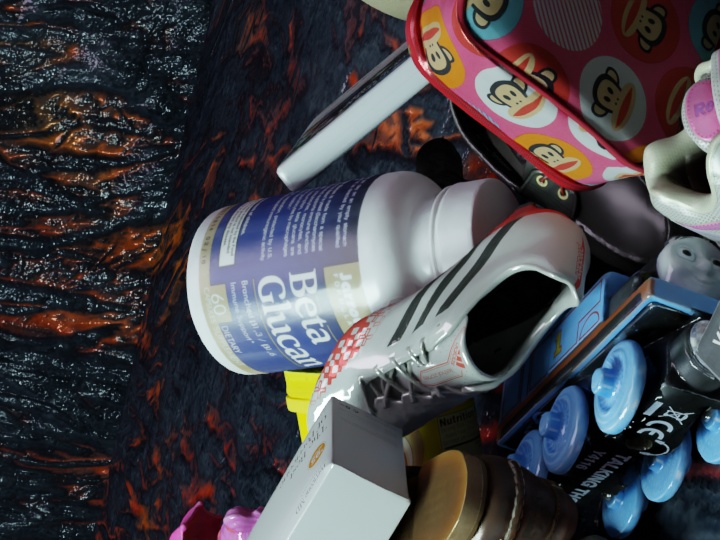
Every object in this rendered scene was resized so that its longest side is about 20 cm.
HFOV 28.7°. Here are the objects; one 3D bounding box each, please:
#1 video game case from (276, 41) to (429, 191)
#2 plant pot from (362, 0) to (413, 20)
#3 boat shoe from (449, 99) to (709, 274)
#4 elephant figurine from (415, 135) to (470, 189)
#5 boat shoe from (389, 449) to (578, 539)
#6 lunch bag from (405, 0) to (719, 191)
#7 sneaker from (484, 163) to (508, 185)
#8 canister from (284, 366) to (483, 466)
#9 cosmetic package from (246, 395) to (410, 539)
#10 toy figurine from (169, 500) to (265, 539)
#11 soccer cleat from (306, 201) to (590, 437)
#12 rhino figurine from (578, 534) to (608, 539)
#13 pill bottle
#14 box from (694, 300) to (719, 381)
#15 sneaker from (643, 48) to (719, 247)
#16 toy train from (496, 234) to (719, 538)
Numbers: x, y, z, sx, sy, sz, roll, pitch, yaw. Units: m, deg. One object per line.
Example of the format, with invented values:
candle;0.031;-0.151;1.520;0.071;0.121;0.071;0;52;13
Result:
video game case;0.035;-0.139;0.957;0.199;0.023;0.182;-38;9;14
plant pot;0.064;-0.262;1.062;0.135;0.198;0.201;63;143;35
boat shoe;0.122;-0.060;0.821;0.202;0.063;0.074;50;122;42
elephant figurine;0.047;-0.022;0.980;0.201;0.153;0.142;100;179;-48
boat shoe;0.044;0.140;0.754;0.200;0.070;0.071;152;129;-66
lunch bag;0.134;-0.149;0.746;0.201;0.175;0.082;-62;19;-20
sneaker;0.106;-0.108;0.972;0.200;0.074;0.091;-126;56;-70
canister;0.026;0.155;0.906;0.148;0.086;0.202;-5;96;58
cosmetic package;-0.043;0.173;0.755;0.201;0.050;0.083;-60;13;16
toy figurine;-0.058;0.228;1.105;0.201;0.182;0.151;119;157;-44
soccer cleat;0.043;0.044;0.762;0.200;0.069;0.085;-40;19;19
rhino figurine;0.115;0.188;0.763;0.200;0.059;0.088;153;132;-67
pill bottle;0.000;0.000;0.872;0.198;0.111;0.112;-10;63;31
box;0.217;-0.006;0.502;0.158;0.049;0.202;53;131;51
sneaker;0.193;-0.069;0.622;0.200;0.087;0.082;122;155;-49
toy train;0.136;0.060;0.738;0.200;0.086;0.115;122;160;-54
